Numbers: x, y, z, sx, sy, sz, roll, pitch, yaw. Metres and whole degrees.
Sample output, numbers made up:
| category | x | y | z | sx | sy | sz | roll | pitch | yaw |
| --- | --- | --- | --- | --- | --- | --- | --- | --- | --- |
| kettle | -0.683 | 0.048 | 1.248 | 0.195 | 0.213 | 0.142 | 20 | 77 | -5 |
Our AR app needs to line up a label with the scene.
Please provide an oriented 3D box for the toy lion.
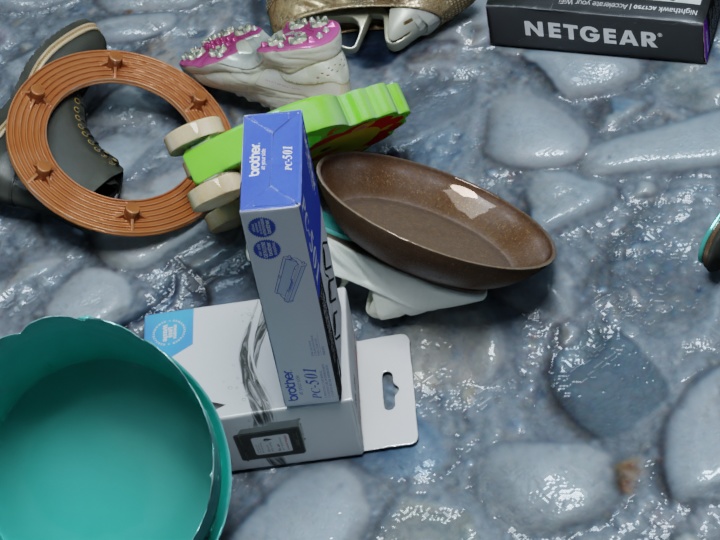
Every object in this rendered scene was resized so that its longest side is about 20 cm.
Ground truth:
| category | x | y | z | sx | sy | sz | roll | pitch | yaw |
| --- | --- | --- | --- | --- | --- | --- | --- | --- | --- |
| toy lion | -0.051 | -0.103 | 1.545 | 0.190 | 0.200 | 0.069 | -24 | 84 | -1 |

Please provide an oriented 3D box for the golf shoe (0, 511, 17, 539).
| category | x | y | z | sx | sy | sz | roll | pitch | yaw |
| --- | --- | --- | --- | --- | --- | --- | --- | --- | --- |
| golf shoe | -0.319 | 0.138 | 1.424 | 0.078 | 0.098 | 0.200 | -30 | 50 | -19 |

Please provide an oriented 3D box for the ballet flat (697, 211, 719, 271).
| category | x | y | z | sx | sy | sz | roll | pitch | yaw |
| --- | --- | --- | --- | --- | --- | --- | --- | --- | --- |
| ballet flat | 0.335 | -0.066 | 1.499 | 0.068 | 0.068 | 0.200 | 25 | 56 | 21 |

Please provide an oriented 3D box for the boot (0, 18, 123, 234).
| category | x | y | z | sx | sy | sz | roll | pitch | yaw |
| --- | --- | --- | --- | --- | --- | --- | --- | --- | --- |
| boot | -0.243 | -0.121 | 1.682 | 0.137 | 0.078 | 0.201 | 21 | 64 | 20 |

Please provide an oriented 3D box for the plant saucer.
| category | x | y | z | sx | sy | sz | roll | pitch | yaw |
| --- | --- | --- | --- | --- | --- | --- | --- | --- | --- |
| plant saucer | 0.054 | -0.034 | 1.494 | 0.199 | 0.037 | 0.201 | 19 | 20 | -7 |

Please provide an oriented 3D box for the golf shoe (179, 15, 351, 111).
| category | x | y | z | sx | sy | sz | roll | pitch | yaw |
| --- | --- | --- | --- | --- | --- | --- | --- | --- | --- |
| golf shoe | -0.084 | -0.168 | 1.685 | 0.199 | 0.092 | 0.075 | 5 | 36 | 49 |

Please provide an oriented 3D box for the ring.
| category | x | y | z | sx | sy | sz | roll | pitch | yaw |
| --- | --- | --- | --- | --- | --- | --- | --- | --- | --- |
| ring | -0.203 | -0.115 | 1.640 | 0.198 | 0.019 | 0.202 | 9 | 52 | -11 |

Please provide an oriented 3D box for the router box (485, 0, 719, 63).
| category | x | y | z | sx | sy | sz | roll | pitch | yaw |
| --- | --- | --- | --- | --- | --- | --- | --- | --- | --- |
| router box | 0.225 | -0.261 | 1.716 | 0.198 | 0.051 | 0.150 | 8 | 51 | 19 |

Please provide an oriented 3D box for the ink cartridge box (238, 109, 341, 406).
| category | x | y | z | sx | sy | sz | roll | pitch | yaw |
| --- | --- | --- | --- | --- | --- | --- | --- | --- | --- |
| ink cartridge box | -0.047 | -0.005 | 1.333 | 0.044 | 0.201 | 0.095 | -5 | 46 | 5 |

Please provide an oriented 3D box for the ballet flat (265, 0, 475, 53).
| category | x | y | z | sx | sy | sz | roll | pitch | yaw |
| --- | --- | --- | --- | --- | --- | --- | --- | --- | --- |
| ballet flat | 0.012 | -0.228 | 1.737 | 0.198 | 0.071 | 0.066 | -2 | 74 | 14 |

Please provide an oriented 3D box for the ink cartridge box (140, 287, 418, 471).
| category | x | y | z | sx | sy | sz | roll | pitch | yaw |
| --- | --- | --- | --- | --- | --- | --- | --- | --- | --- |
| ink cartridge box | -0.061 | 0.081 | 1.441 | 0.198 | 0.067 | 0.116 | -8 | 46 | 4 |

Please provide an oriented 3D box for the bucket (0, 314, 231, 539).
| category | x | y | z | sx | sy | sz | roll | pitch | yaw |
| --- | --- | --- | --- | --- | --- | --- | --- | --- | --- |
| bucket | -0.187 | 0.139 | 1.314 | 0.205 | 0.135 | 0.209 | 0 | 83 | 3 |

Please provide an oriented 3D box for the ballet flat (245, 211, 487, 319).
| category | x | y | z | sx | sy | sz | roll | pitch | yaw |
| --- | --- | --- | --- | --- | --- | --- | --- | --- | --- |
| ballet flat | 0.000 | 0.000 | 1.502 | 0.198 | 0.070 | 0.070 | 22 | 51 | 4 |
